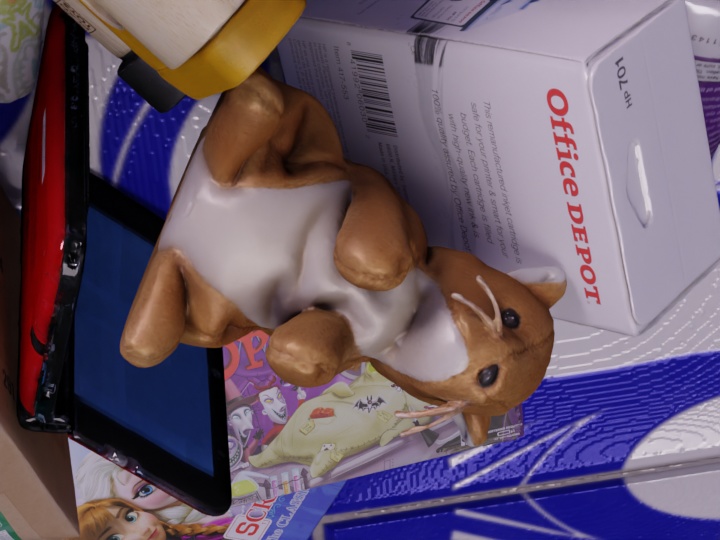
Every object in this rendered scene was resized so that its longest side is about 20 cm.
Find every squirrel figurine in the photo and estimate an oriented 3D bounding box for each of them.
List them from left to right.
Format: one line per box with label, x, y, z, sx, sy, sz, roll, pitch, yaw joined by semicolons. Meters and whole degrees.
squirrel figurine;0.000;0.000;1.119;0.186;0.200;0.142;23;95;-6

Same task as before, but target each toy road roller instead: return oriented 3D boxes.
toy road roller;-0.075;-0.164;1.043;0.123;0.200;0.146;41;82;-13

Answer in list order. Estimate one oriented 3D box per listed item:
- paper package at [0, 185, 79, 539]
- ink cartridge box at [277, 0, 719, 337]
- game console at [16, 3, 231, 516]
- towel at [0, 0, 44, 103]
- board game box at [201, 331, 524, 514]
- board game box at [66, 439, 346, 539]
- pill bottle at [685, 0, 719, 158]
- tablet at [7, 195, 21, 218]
paper package;-0.224;0.027;1.177;0.103;0.191;0.200;-14;148;4
ink cartridge box;0.066;-0.064;1.162;0.086;0.199;0.147;-37;126;-38
game console;-0.109;-0.008;1.193;0.118;0.201;0.173;6;132;-13
towel;-0.247;-0.158;1.134;0.199;0.048;0.172;1;136;-14
board game box;-0.005;0.063;1.372;0.199;0.032;0.121;-13;116;-12
board game box;-0.121;0.130;1.439;0.199;0.041;0.200;14;128;-24
pill bottle;0.137;-0.091;1.235;0.111;0.112;0.201;7;131;-19
tablet;-0.253;-0.005;1.300;0.199;0.014;0.130;14;128;-25
